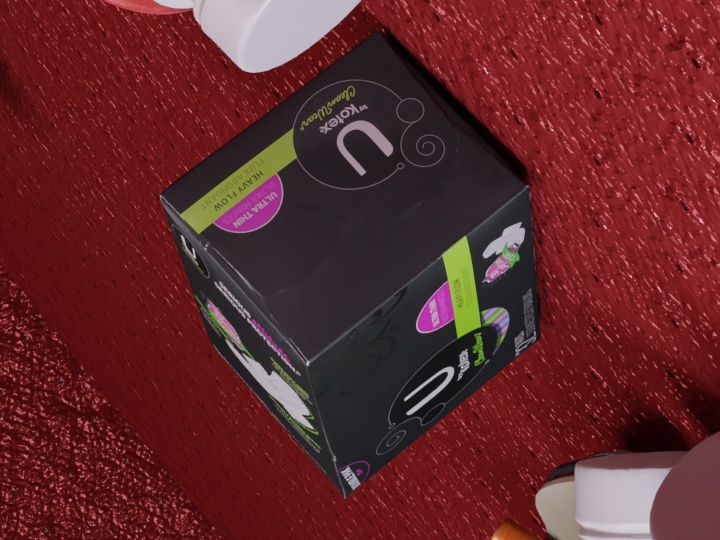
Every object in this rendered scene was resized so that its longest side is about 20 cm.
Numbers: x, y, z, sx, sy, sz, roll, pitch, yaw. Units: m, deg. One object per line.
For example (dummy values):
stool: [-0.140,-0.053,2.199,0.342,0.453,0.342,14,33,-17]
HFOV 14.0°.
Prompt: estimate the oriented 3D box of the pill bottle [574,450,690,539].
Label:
pill bottle: [0.155,0.193,1.448,0.114,0.114,0.201,180,87,-75]

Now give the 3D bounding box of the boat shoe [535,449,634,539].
boat shoe: [0.140,0.132,1.617,0.071,0.063,0.200,36,165,13]

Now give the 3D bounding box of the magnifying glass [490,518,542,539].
magnifying glass: [0.158,0.200,1.617,0.200,0.022,0.080,35,166,17]

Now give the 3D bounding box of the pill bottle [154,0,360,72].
pill bottle: [-0.083,-0.192,1.319,0.200,0.114,0.114,48,168,14]

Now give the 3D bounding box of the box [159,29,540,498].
box: [0.000,0.000,1.521,0.124,0.148,0.200,47,169,21]

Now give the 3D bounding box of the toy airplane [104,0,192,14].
toy airplane: [-0.173,-0.219,1.471,0.200,0.141,0.199,30,-154,-39]

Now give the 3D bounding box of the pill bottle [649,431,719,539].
pill bottle: [0.213,0.169,1.338,0.113,0.113,0.200,34,160,54]
